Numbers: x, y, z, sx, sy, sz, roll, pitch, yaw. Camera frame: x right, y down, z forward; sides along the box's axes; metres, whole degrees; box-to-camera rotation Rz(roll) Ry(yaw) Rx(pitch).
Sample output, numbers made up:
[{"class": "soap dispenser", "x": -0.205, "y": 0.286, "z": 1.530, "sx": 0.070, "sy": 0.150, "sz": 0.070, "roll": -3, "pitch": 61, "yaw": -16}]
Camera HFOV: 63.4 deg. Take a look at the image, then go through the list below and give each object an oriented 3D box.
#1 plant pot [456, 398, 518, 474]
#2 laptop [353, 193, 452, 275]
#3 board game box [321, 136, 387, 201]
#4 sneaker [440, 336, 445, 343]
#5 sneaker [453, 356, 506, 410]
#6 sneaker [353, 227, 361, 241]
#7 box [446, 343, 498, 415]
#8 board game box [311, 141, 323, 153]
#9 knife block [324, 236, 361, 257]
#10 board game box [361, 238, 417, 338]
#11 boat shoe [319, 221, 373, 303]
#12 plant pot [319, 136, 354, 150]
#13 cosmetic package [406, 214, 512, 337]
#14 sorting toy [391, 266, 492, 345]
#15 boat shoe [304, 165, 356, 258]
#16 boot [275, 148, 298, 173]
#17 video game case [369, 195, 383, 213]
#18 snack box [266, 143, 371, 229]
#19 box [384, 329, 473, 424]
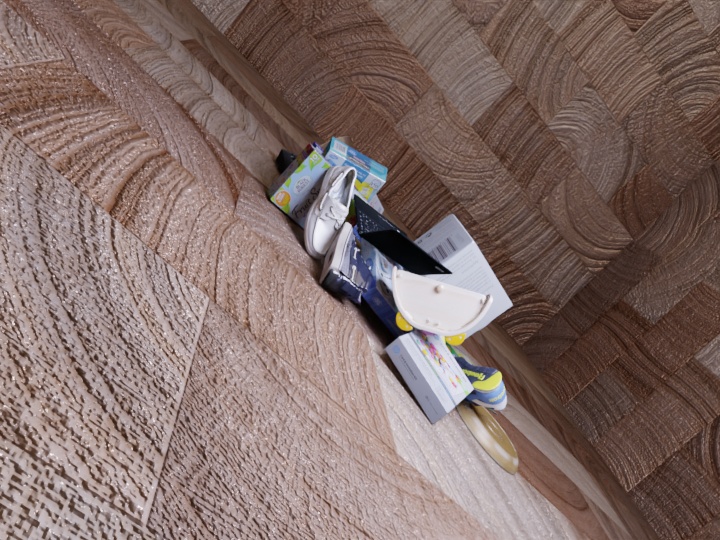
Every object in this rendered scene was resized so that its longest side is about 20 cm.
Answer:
[{"class": "plant pot", "x": 0.279, "y": 0.347, "z": 1.266, "sx": 0.200, "sy": 0.027, "sz": 0.201, "roll": 46, "pitch": 10, "yaw": -10}, {"class": "laptop", "x": 0.084, "y": -0.078, "z": 1.213, "sx": 0.175, "sy": 0.103, "sz": 0.204, "roll": 34, "pitch": 33, "yaw": -33}, {"class": "board game box", "x": -0.050, "y": -0.195, "z": 1.361, "sx": 0.148, "sy": 0.200, "sz": 0.048, "roll": 25, "pitch": 48, "yaw": -18}, {"class": "sneaker", "x": 0.172, "y": 0.154, "z": 1.364, "sx": 0.090, "sy": 0.078, "sz": 0.202, "roll": 44, "pitch": 18, "yaw": -23}, {"class": "sneaker", "x": 0.235, "y": 0.245, "z": 1.249, "sx": 0.083, "sy": 0.074, "sz": 0.198, "roll": 57, "pitch": -19, "yaw": -22}, {"class": "sneaker", "x": -0.001, "y": -0.086, "z": 1.613, "sx": 0.200, "sy": 0.070, "sz": 0.078, "roll": 44, "pitch": 0, "yaw": -32}, {"class": "box", "x": 0.272, "y": 0.265, "z": 1.446, "sx": 0.117, "sy": 0.048, "sz": 0.201, "roll": 37, "pitch": 13, "yaw": -44}, {"class": "board game box", "x": -0.089, "y": -0.199, "z": 1.464, "sx": 0.199, "sy": 0.134, "sz": 0.045, "roll": 41, "pitch": 11, "yaw": -28}, {"class": "knife block", "x": 0.000, "y": 0.000, "z": 1.298, "sx": 0.200, "sy": 0.064, "sz": 0.176, "roll": 45, "pitch": 12, "yaw": -17}, {"class": "board game box", "x": 0.067, "y": 0.040, "z": 1.253, "sx": 0.201, "sy": 0.042, "sz": 0.202, "roll": 52, "pitch": 25, "yaw": -32}, {"class": "boat shoe", "x": -0.020, "y": -0.014, "z": 1.148, "sx": 0.091, "sy": 0.075, "sz": 0.202, "roll": 31, "pitch": 34, "yaw": -12}, {"class": "plant pot", "x": -0.065, "y": -0.253, "z": 1.712, "sx": 0.205, "sy": 0.183, "sz": 0.187, "roll": 64, "pitch": 12, "yaw": 3}, {"class": "cosmetic package", "x": 0.216, "y": 0.020, "z": 1.341, "sx": 0.202, "sy": 0.162, "sz": 0.166, "roll": 53, "pitch": 8, "yaw": -27}, {"class": "sorting toy", "x": 0.146, "y": 0.072, "z": 1.160, "sx": 0.193, "sy": 0.111, "sz": 0.180, "roll": 16, "pitch": 1, "yaw": 5}, {"class": "boat shoe", "x": -0.057, "y": -0.124, "z": 1.185, "sx": 0.070, "sy": 0.206, "sz": 0.068, "roll": 27, "pitch": -19, "yaw": -38}, {"class": "boot", "x": -0.150, "y": -0.238, "z": 1.576, "sx": 0.164, "sy": 0.066, "sz": 0.201, "roll": 43, "pitch": 7, "yaw": -31}, {"class": "video game case", "x": -0.004, "y": -0.185, "z": 1.643, "sx": 0.018, "sy": 0.146, "sz": 0.202, "roll": 14, "pitch": -29, "yaw": 34}, {"class": "snack box", "x": -0.088, "y": -0.156, "z": 1.284, "sx": 0.199, "sy": 0.142, "sz": 0.053, "roll": 41, "pitch": 9, "yaw": -34}, {"class": "box", "x": 0.136, "y": 0.190, "z": 1.109, "sx": 0.158, "sy": 0.041, "sz": 0.199, "roll": 57, "pitch": 20, "yaw": 13}]
